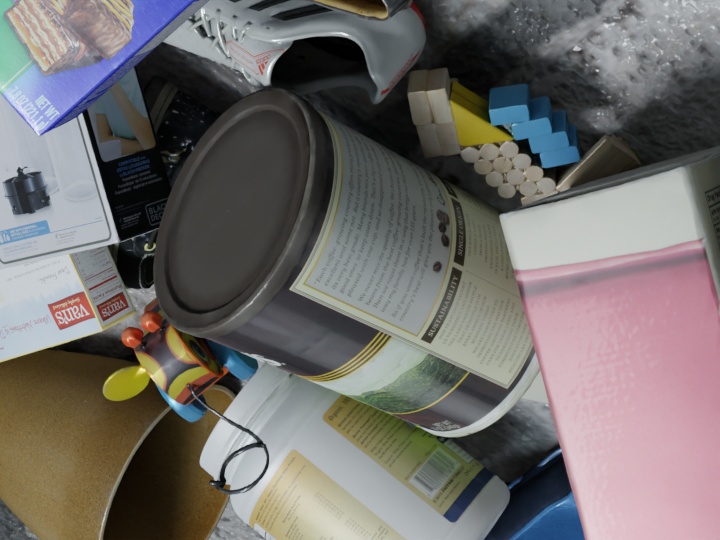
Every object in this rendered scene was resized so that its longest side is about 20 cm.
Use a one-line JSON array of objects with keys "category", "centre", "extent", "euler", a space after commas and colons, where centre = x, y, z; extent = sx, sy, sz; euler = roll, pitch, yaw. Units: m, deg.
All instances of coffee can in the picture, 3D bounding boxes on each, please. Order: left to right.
[{"category": "coffee can", "centre": [0.000, 0.000, 0.951], "extent": [0.199, 0.147, 0.146], "euler": [25, 146, -35]}]

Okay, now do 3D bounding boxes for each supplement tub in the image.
[{"category": "supplement tub", "centre": [-0.006, 0.158, 1.191], "extent": [0.200, 0.144, 0.145], "euler": [38, 143, 11]}]

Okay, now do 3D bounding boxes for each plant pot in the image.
[{"category": "plant pot", "centre": [-0.226, 0.143, 1.309], "extent": [0.199, 0.187, 0.187], "euler": [23, 144, 26]}]

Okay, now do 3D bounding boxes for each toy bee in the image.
[{"category": "toy bee", "centre": [-0.120, 0.052, 1.128], "extent": [0.109, 0.131, 0.200], "euler": [47, 168, -31]}]

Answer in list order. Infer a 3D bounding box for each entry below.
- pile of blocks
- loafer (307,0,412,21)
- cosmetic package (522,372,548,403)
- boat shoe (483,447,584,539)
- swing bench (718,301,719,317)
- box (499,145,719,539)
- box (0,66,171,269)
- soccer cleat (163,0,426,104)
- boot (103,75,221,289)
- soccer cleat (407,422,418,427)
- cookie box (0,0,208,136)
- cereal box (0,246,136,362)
[{"category": "pile of blocks", "centre": [0.114, -0.074, 0.961], "extent": [0.199, 0.062, 0.082], "euler": [34, 124, -20]}, {"category": "loafer", "centre": [-0.055, -0.192, 0.897], "extent": [0.199, 0.073, 0.073], "euler": [14, 142, 14]}, {"category": "cosmetic package", "centre": [0.188, 0.047, 1.031], "extent": [0.199, 0.073, 0.104], "euler": [9, 152, 18]}, {"category": "boat shoe", "centre": [0.132, 0.198, 1.256], "extent": [0.084, 0.069, 0.200], "euler": [26, 138, -24]}, {"category": "swing bench", "centre": [0.263, -0.032, 0.813], "extent": [0.129, 0.200, 0.200], "euler": [-11, 130, 35]}, {"category": "box", "centre": [0.166, 0.045, 0.869], "extent": [0.108, 0.128, 0.201], "euler": [-14, 92, 26]}, {"category": "box", "centre": [-0.197, -0.111, 0.996], "extent": [0.116, 0.060, 0.201], "euler": [-9, 99, 37]}, {"category": "soccer cleat", "centre": [-0.060, -0.141, 0.947], "extent": [0.199, 0.085, 0.069], "euler": [10, 140, 16]}, {"category": "boot", "centre": [-0.093, -0.032, 1.101], "extent": [0.153, 0.074, 0.204], "euler": [20, 143, 0]}, {"category": "soccer cleat", "centre": [0.046, 0.028, 1.113], "extent": [0.081, 0.068, 0.201], "euler": [-17, 125, 10]}, {"category": "cookie box", "centre": [-0.143, -0.200, 0.834], "extent": [0.200, 0.075, 0.171], "euler": [-39, 99, 14]}, {"category": "cereal box", "centre": [-0.247, -0.042, 1.121], "extent": [0.143, 0.039, 0.201], "euler": [-15, 101, 45]}]
